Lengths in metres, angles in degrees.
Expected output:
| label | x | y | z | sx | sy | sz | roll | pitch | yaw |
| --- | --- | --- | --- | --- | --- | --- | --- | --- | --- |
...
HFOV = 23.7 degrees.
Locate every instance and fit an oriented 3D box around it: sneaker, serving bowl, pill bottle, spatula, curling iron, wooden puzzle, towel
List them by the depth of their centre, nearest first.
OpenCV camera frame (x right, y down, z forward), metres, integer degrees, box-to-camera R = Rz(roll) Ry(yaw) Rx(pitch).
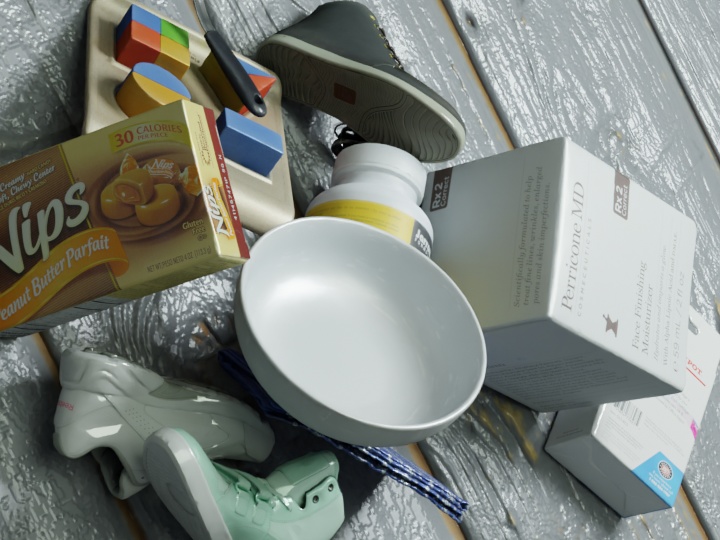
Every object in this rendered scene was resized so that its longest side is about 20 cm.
| label | x | y | z | sx | sy | sz | roll | pitch | yaw |
| --- | --- | --- | --- | --- | --- | --- | --- | --- | --- |
| sneaker | -0.080 | 0.153 | 1.270 | 0.118 | 0.074 | 0.201 | -44 | 136 | -17 |
| serving bowl | -0.008 | 0.055 | 1.277 | 0.199 | 0.066 | 0.201 | 18 | 42 | -16 |
| sneaker | -0.153 | 0.126 | 1.289 | 0.199 | 0.078 | 0.100 | 22 | 84 | -37 |
| towel | -0.017 | 0.130 | 1.354 | 0.199 | 0.145 | 0.024 | 34 | 88 | -25 |
| wooden puzzle | -0.130 | -0.134 | 1.360 | 0.184 | 0.046 | 0.201 | 26 | 35 | -25 |
| spatula | -0.124 | -0.207 | 1.379 | 0.056 | 0.021 | 0.201 | -11 | 69 | -51 |
| pill bottle | 0.000 | 0.000 | 1.421 | 0.112 | 0.112 | 0.202 | 28 | 59 | -28 |
| sneaker | 0.019 | -0.172 | 1.478 | 0.199 | 0.075 | 0.106 | 29 | 46 | 14 |
| curling iron | 0.047 | -0.061 | 1.528 | 0.200 | 0.049 | 0.026 | 44 | 55 | -26 |

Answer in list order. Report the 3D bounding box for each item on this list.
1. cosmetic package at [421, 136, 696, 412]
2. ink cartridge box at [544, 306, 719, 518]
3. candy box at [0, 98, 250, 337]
| label | x | y | z | sx | sy | sz | roll | pitch | yaw |
| --- | --- | --- | --- | --- | --- | --- | --- | --- | --- |
| cosmetic package | 0.167 | 0.010 | 1.493 | 0.199 | 0.164 | 0.166 | 26 | 62 | -40 |
| ink cartridge box | 0.262 | 0.116 | 1.618 | 0.115 | 0.068 | 0.201 | 42 | 53 | -20 |
| candy box | -0.188 | -0.034 | 1.227 | 0.055 | 0.198 | 0.116 | 11 | 63 | -67 |
